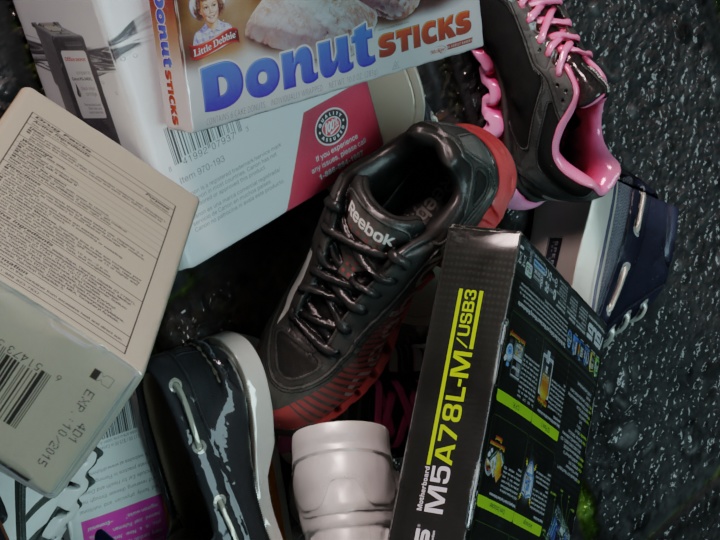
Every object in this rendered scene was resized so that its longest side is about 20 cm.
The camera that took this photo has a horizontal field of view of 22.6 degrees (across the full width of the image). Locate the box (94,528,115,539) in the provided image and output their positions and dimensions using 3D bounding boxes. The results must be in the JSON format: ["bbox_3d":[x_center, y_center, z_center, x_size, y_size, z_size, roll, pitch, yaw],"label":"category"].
[{"bbox_3d":[-0.123,0.243,0.901,0.032,0.121,0.200,-7,117,-39],"label":"box"}]

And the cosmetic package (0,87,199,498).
[{"bbox_3d":[-0.138,0.002,0.773,0.105,0.200,0.071,34,109,-10],"label":"cosmetic package"}]

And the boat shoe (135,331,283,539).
[{"bbox_3d":[-0.074,0.134,0.929,0.060,0.074,0.200,-13,102,-34],"label":"boat shoe"}]

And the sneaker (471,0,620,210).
[{"bbox_3d":[0.111,-0.128,1.071,0.079,0.095,0.200,-28,115,-32],"label":"sneaker"}]

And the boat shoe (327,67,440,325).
[{"bbox_3d":[0.013,-0.069,1.037,0.063,0.073,0.200,-73,147,-68],"label":"boat shoe"}]

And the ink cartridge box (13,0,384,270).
[{"bbox_3d":[-0.086,-0.124,0.908,0.145,0.083,0.200,-31,117,-33],"label":"ink cartridge box"}]

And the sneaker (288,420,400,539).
[{"bbox_3d":[-0.003,0.164,0.980,0.200,0.074,0.116,72,12,-68],"label":"sneaker"}]

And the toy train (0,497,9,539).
[{"bbox_3d":[-0.214,0.059,0.780,0.200,0.087,0.114,65,15,-4],"label":"toy train"}]

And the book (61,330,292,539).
[{"bbox_3d":[-0.102,0.147,0.978,0.134,0.048,0.200,-17,108,-36],"label":"book"}]

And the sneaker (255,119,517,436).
[{"bbox_3d":[0.000,0.000,0.939,0.200,0.071,0.098,-51,161,2],"label":"sneaker"}]

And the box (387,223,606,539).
[{"bbox_3d":[0.076,0.095,0.951,0.200,0.047,0.193,36,65,-65],"label":"box"}]

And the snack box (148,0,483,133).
[{"bbox_3d":[-0.017,-0.127,0.895,0.200,0.024,0.072,-21,113,-39],"label":"snack box"}]

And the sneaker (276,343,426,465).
[{"bbox_3d":[0.036,0.077,1.041,0.200,0.087,0.074,-3,97,-49],"label":"sneaker"}]

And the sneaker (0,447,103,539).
[{"bbox_3d":[-0.183,0.106,0.870,0.090,0.066,0.200,7,108,-30],"label":"sneaker"}]

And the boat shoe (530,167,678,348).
[{"bbox_3d":[0.146,0.030,1.146,0.093,0.075,0.200,19,86,-36],"label":"boat shoe"}]
